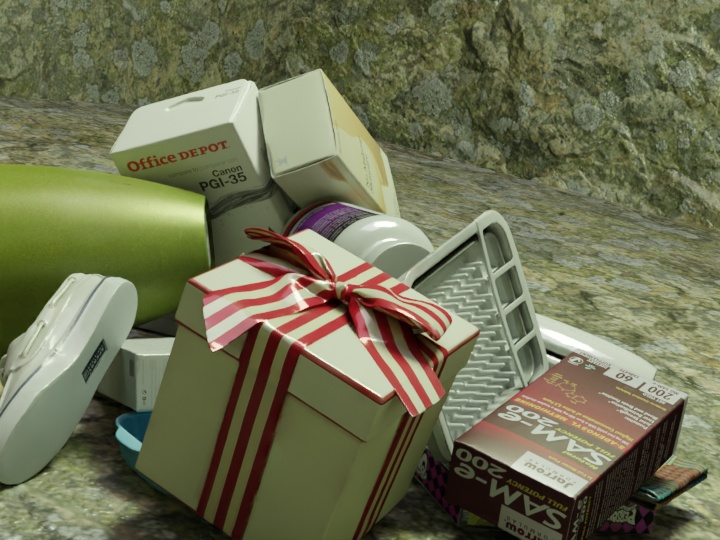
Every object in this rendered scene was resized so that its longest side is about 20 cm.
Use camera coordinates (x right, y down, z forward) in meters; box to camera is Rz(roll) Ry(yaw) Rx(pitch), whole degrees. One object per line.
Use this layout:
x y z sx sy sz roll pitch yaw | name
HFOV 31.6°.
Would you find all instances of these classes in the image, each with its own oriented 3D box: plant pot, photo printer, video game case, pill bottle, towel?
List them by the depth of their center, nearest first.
0.130 0.171 1.109 0.180 0.036 0.200 7 12 -20 | video game case
0.190 0.152 1.112 0.199 0.022 0.146 19 13 29 | towel
0.000 0.000 1.167 0.112 0.113 0.200 5 7 -22 | pill bottle
-0.240 -0.016 1.199 0.198 0.189 0.187 -6 13 -2 | plant pot
0.204 0.100 1.230 0.165 0.070 0.200 23 -7 15 | photo printer

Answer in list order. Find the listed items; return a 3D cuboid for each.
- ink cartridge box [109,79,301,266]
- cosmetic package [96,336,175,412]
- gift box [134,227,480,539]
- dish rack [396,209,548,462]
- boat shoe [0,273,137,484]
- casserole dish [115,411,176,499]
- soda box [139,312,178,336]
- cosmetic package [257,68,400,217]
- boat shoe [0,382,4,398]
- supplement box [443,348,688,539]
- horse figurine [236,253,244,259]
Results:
-0.141 -0.074 1.282 0.145 0.201 0.083 -11 34 21 | ink cartridge box
-0.176 0.087 1.097 0.082 0.051 0.200 -2 1 -22 | cosmetic package
-0.035 0.088 0.896 0.184 0.188 0.200 27 25 14 | gift box
0.085 0.056 1.055 0.043 0.173 0.200 -9 15 33 | dish rack
-0.247 0.076 0.990 0.065 0.072 0.201 12 53 17 | boat shoe
-0.106 0.146 1.027 0.199 0.039 0.121 -1 16 -39 | casserole dish
-0.182 0.038 1.400 0.198 0.064 0.068 13 12 13 | soda box
-0.027 -0.105 1.286 0.071 0.106 0.200 -17 -25 14 | cosmetic package
-0.325 0.089 1.017 0.198 0.077 0.072 10 10 -6 | boat shoe
0.166 0.139 1.003 0.108 0.061 0.200 23 31 30 | supplement box
-0.065 0.081 1.111 0.132 0.201 0.050 15 49 35 | horse figurine
